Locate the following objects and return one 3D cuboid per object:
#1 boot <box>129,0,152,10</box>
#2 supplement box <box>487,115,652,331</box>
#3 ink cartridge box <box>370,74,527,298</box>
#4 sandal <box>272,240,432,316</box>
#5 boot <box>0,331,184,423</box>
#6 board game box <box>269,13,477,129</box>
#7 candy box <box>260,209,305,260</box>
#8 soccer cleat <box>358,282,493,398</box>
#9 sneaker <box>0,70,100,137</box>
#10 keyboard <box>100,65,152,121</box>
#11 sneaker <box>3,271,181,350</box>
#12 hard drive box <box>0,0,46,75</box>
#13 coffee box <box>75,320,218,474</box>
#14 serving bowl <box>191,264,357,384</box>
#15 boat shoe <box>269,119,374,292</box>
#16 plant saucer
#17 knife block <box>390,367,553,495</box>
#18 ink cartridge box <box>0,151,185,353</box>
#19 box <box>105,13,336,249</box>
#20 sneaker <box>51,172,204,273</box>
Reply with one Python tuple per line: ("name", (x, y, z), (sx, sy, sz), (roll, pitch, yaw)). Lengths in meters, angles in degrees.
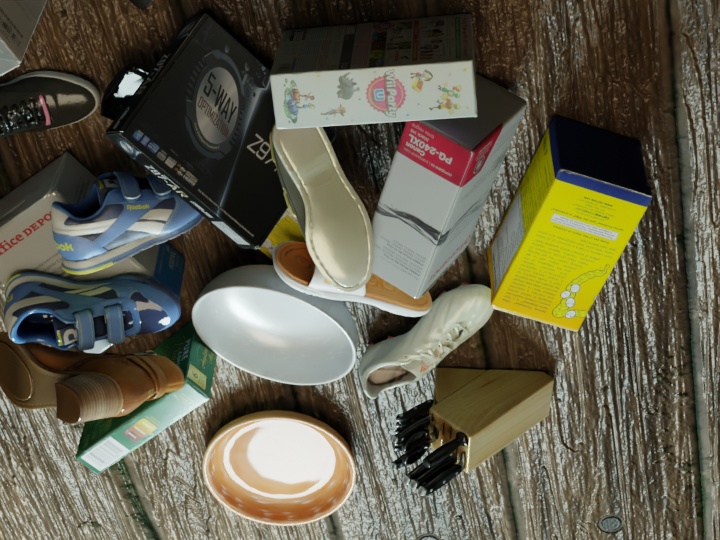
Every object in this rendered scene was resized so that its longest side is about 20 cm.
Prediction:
("boot", (-0.224, -0.359, 1.457), (0.131, 0.070, 0.200), (30, 119, -14))
("supplement box", (0.227, -0.050, 1.649), (0.109, 0.109, 0.200), (16, 127, -10))
("ink cartridge box", (0.085, -0.091, 1.589), (0.083, 0.145, 0.200), (30, 127, 13))
("sandal", (-0.001, -0.006, 1.683), (0.206, 0.079, 0.059), (14, 129, -26))
("boot", (-0.313, 0.109, 1.702), (0.200, 0.155, 0.077), (16, 110, 40))
("board game box", (0.017, -0.202, 1.512), (0.199, 0.148, 0.064), (-4, 117, 6))
("candy box", (-0.066, -0.045, 1.708), (0.102, 0.026, 0.200), (-34, 125, 23))
("soccer cleat", (0.081, 0.088, 1.781), (0.200, 0.078, 0.069), (-34, 119, 25))
("sneaker", (-0.380, -0.158, 1.595), (0.199, 0.099, 0.071), (-4, 126, 4))
("keyboard", (-0.191, -0.162, 1.624), (0.200, 0.040, 0.104), (24, 130, -30))
("sneaker", (-0.300, 0.053, 1.661), (0.199, 0.082, 0.074), (0, 127, 0))
("hard drive box", (-0.379, -0.290, 1.429), (0.077, 0.200, 0.156), (-23, 123, 20))
("coffee box", (-0.258, 0.154, 1.818), (0.200, 0.123, 0.044), (-36, 118, 24))
("serving bowl", (-0.094, 0.053, 1.752), (0.200, 0.066, 0.200), (11, 147, 8))
("boat shoe", (-0.041, -0.075, 1.569), (0.072, 0.060, 0.202), (-23, 103, -8))
("plant saucer", (-0.104, 0.252, 1.941), (0.200, 0.037, 0.200), (2, 128, 2))
("knife block", (0.136, 0.198, 1.803), (0.199, 0.176, 0.064), (2, 129, 0))
("ink cartridge box", (-0.322, -0.016, 1.712), (0.145, 0.084, 0.200), (-31, 121, 24))
("box", (-0.143, -0.144, 1.570), (0.200, 0.160, 0.044), (41, 163, -25))
("sneaker", (-0.239, -0.070, 1.601), (0.200, 0.074, 0.082), (-27, 114, -13))
